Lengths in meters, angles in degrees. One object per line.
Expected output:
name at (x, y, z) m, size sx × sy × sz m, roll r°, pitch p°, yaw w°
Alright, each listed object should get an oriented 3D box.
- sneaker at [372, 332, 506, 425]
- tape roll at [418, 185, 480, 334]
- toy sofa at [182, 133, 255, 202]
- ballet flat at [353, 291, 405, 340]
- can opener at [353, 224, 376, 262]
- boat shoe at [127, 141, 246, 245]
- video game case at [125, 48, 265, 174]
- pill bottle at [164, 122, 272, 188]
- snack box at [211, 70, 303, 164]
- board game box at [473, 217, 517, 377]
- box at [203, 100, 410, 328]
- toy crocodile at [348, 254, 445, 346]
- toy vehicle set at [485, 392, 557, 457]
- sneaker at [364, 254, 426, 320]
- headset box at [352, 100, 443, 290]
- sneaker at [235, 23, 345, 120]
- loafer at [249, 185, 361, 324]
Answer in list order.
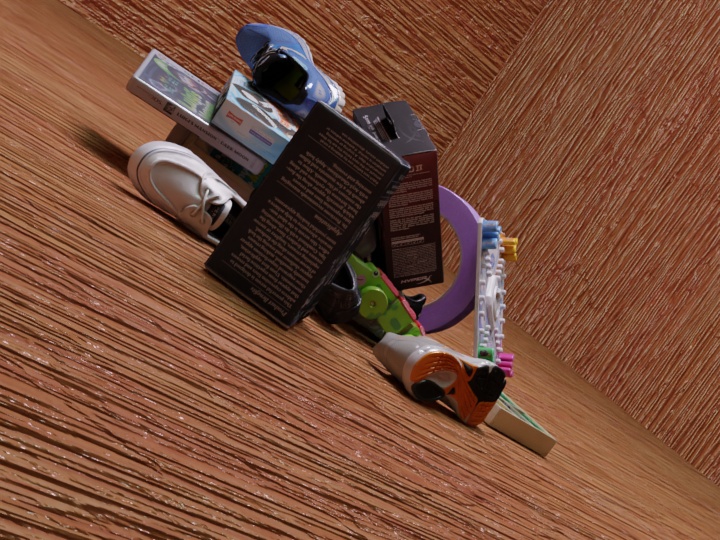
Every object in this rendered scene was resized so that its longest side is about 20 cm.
sneaker at (0.090, 0.110, 1.633) m, size 0.092 × 0.076 × 0.199 m, roll 34°, pitch 1°, yaw 38°
tape roll at (0.075, -0.016, 1.951) m, size 0.199 × 0.201 × 0.066 m, roll 37°, pitch 5°, yaw 15°
toy sofa at (-0.148, -0.073, 1.754) m, size 0.199 × 0.098 × 0.083 m, roll 35°, pitch -18°, yaw 1°
ballet flat at (0.017, 0.043, 1.787) m, size 0.199 × 0.072 × 0.072 m, roll 33°, pitch 5°, yaw -27°
can opener at (-0.014, -0.080, 1.793) m, size 0.053 × 0.067 × 0.201 m, roll 37°, pitch 28°, yaw -37°
boat shoe at (-0.165, -0.074, 1.586) m, size 0.199 × 0.074 × 0.065 m, roll 30°, pitch 2°, yaw -40°
video game case at (-0.189, -0.195, 1.751) m, size 0.181 × 0.023 × 0.200 m, roll 33°, pitch 14°, yaw -11°
pill bottle at (-0.157, -0.120, 1.862) m, size 0.199 × 0.111 × 0.111 m, roll 35°, pitch 5°, yaw 2°
snack box at (-0.117, -0.179, 1.748) m, size 0.116 × 0.037 × 0.200 m, roll 34°, pitch 13°, yaw -12°
board game box at (0.180, 0.042, 1.915) m, size 0.025 × 0.203 × 0.200 m, roll 1°, pitch -5°, yaw 14°
box at (-0.049, -0.057, 1.472) m, size 0.107 × 0.201 × 0.148 m, roll 36°, pitch 6°, yaw 3°
toy crocodile at (0.036, 0.051, 1.718) m, size 0.201 × 0.061 × 0.068 m, roll 54°, pitch -1°, yaw -17°
toy vehicle set at (0.153, 0.158, 1.870) m, size 0.124 × 0.027 × 0.200 m, roll 32°, pitch 6°, yaw -41°
sneaker at (0.000, 0.000, 1.855) m, size 0.200 × 0.080 × 0.071 m, roll 43°, pitch 1°, yaw -18°
headset box at (0.045, -0.100, 1.760) m, size 0.074 × 0.202 × 0.149 m, roll -10°, pitch 32°, yaw -9°
sneaker at (-0.100, -0.255, 1.805) m, size 0.089 × 0.079 × 0.200 m, roll 26°, pitch 15°, yaw -50°
loafer at (-0.061, -0.030, 1.657) m, size 0.201 × 0.068 × 0.071 m, roll 53°, pitch -29°, yaw 25°
